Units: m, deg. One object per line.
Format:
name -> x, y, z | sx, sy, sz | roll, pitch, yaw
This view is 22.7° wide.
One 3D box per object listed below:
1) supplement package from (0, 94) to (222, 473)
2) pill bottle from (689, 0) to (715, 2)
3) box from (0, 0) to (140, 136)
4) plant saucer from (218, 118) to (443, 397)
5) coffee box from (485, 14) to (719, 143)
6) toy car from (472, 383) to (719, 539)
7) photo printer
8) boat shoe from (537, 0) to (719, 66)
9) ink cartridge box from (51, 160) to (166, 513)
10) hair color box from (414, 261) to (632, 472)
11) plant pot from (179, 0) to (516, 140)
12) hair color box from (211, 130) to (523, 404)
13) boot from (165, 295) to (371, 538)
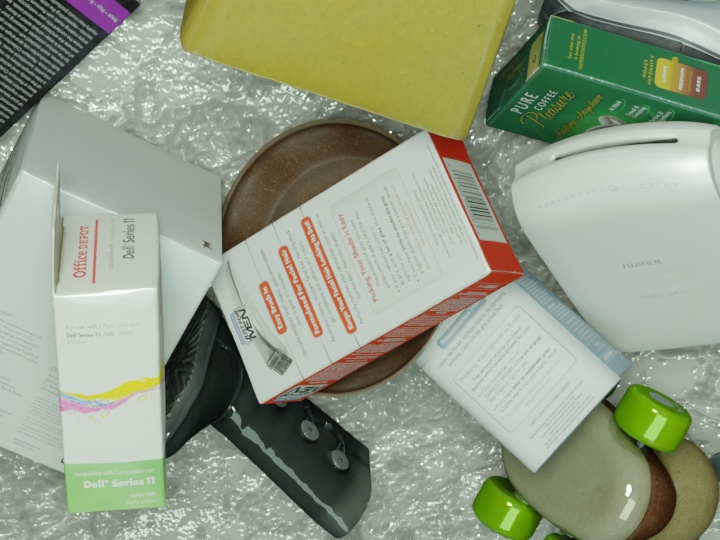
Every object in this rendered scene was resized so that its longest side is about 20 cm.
supplement package -> -0.208, 0.012, 1.280 | 0.151, 0.151, 0.200 | 25, 111, -16
pill bottle -> 0.202, -0.242, 1.206 | 0.199, 0.114, 0.114 | 4, 116, -18
box -> -0.271, -0.164, 1.232 | 0.200, 0.036, 0.143 | -41, 133, 13
plant saucer -> -0.014, -0.009, 1.303 | 0.200, 0.037, 0.201 | 0, 90, 29
coffee box -> 0.202, -0.116, 1.274 | 0.199, 0.123, 0.044 | 14, 72, -10
toy car -> 0.221, 0.165, 1.420 | 0.200, 0.158, 0.165 | 16, 107, -40
photo printer -> 0.212, -0.026, 1.288 | 0.166, 0.070, 0.200 | -8, 138, 31
boat shoe -> 0.224, -0.168, 1.276 | 0.199, 0.072, 0.068 | 11, 138, -12
ink cartridge box -> -0.160, 0.040, 1.148 | 0.067, 0.117, 0.201 | -2, 117, -6
hair color box -> 0.091, 0.042, 1.324 | 0.200, 0.061, 0.099 | 42, 108, 7
plant pot -> 0.014, -0.239, 1.127 | 0.193, 0.196, 0.200 | 17, 130, -12
hair color box -> 0.000, 0.000, 1.240 | 0.200, 0.064, 0.111 | -30, 75, 23
boot -> -0.078, 0.136, 1.350 | 0.066, 0.165, 0.200 | -26, 117, 32
